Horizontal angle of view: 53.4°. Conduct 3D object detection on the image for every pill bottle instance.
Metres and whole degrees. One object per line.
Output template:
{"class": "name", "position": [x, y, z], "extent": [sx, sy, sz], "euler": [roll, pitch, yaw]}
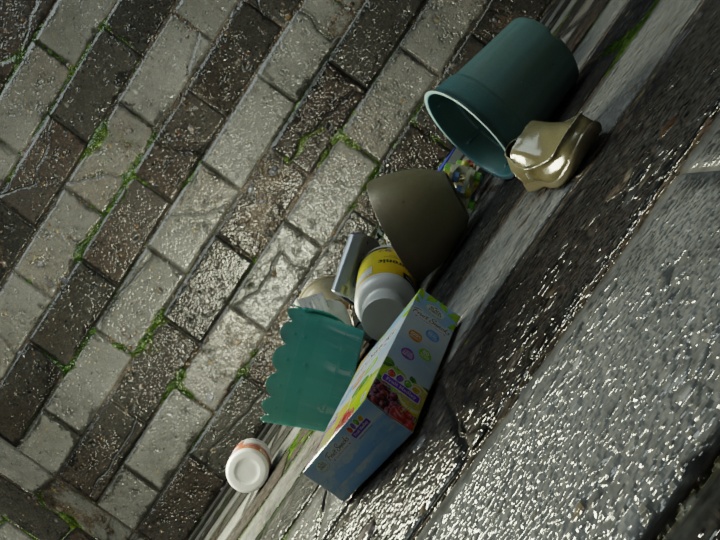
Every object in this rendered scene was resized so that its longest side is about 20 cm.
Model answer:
{"class": "pill bottle", "position": [0.045, 0.042, 1.264], "extent": [0.112, 0.110, 0.201], "euler": [-54, 12, 22]}
{"class": "pill bottle", "position": [-0.295, 0.514, 1.915], "extent": [0.113, 0.112, 0.200], "euler": [-55, 2, -5]}

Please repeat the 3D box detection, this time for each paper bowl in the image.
{"class": "paper bowl", "position": [-0.067, 0.146, 1.553], "extent": [0.103, 0.204, 0.201], "euler": [-17, -5, -9]}

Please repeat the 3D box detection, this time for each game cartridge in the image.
{"class": "game cartridge", "position": [0.000, 0.000, 1.418], "extent": [0.135, 0.040, 0.200], "euler": [-68, -18, -8]}

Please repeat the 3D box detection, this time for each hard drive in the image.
{"class": "hard drive", "position": [0.164, -0.188, 1.647], "extent": [0.133, 0.025, 0.200], "euler": [-57, 2, -23]}

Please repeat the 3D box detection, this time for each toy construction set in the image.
{"class": "toy construction set", "position": [0.216, -0.197, 1.411], "extent": [0.200, 0.091, 0.132], "euler": [-48, -27, -31]}

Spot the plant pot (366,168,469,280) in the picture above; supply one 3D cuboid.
{"class": "plant pot", "position": [0.117, -0.104, 1.292], "extent": [0.133, 0.202, 0.200], "euler": [-29, 9, 13]}

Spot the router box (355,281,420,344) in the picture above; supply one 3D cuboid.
{"class": "router box", "position": [0.067, 0.053, 1.505], "extent": [0.158, 0.052, 0.200], "euler": [-56, 2, -27]}

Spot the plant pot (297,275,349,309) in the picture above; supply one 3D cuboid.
{"class": "plant pot", "position": [-0.058, 0.124, 1.833], "extent": [0.202, 0.199, 0.183], "euler": [-55, 14, -3]}

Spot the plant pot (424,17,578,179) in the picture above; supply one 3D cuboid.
{"class": "plant pot", "position": [0.242, -0.293, 1.186], "extent": [0.196, 0.200, 0.200], "euler": [-47, 2, -2]}

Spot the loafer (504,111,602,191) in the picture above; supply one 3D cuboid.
{"class": "loafer", "position": [0.216, -0.140, 0.845], "extent": [0.077, 0.067, 0.200], "euler": [-56, 2, -8]}

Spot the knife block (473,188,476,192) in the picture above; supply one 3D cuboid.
{"class": "knife block", "position": [0.175, -0.122, 1.568], "extent": [0.177, 0.064, 0.200], "euler": [-56, 2, -14]}

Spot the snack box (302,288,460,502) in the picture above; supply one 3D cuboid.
{"class": "snack box", "position": [0.027, 0.143, 0.842], "extent": [0.169, 0.067, 0.200], "euler": [-55, 0, 39]}

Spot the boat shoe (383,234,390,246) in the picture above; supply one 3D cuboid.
{"class": "boat shoe", "position": [0.096, -0.077, 1.547], "extent": [0.074, 0.087, 0.201], "euler": [-38, -10, 33]}

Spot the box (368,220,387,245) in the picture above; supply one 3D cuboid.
{"class": "box", "position": [0.056, -0.014, 1.655], "extent": [0.201, 0.136, 0.038], "euler": [-56, 0, -8]}

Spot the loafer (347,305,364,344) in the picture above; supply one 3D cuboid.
{"class": "loafer", "position": [-0.016, 0.088, 1.706], "extent": [0.072, 0.062, 0.203], "euler": [140, 137, -68]}

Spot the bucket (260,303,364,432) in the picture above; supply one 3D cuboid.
{"class": "bucket", "position": [-0.077, 0.169, 1.199], "extent": [0.207, 0.133, 0.210], "euler": [15, -90, -90]}
